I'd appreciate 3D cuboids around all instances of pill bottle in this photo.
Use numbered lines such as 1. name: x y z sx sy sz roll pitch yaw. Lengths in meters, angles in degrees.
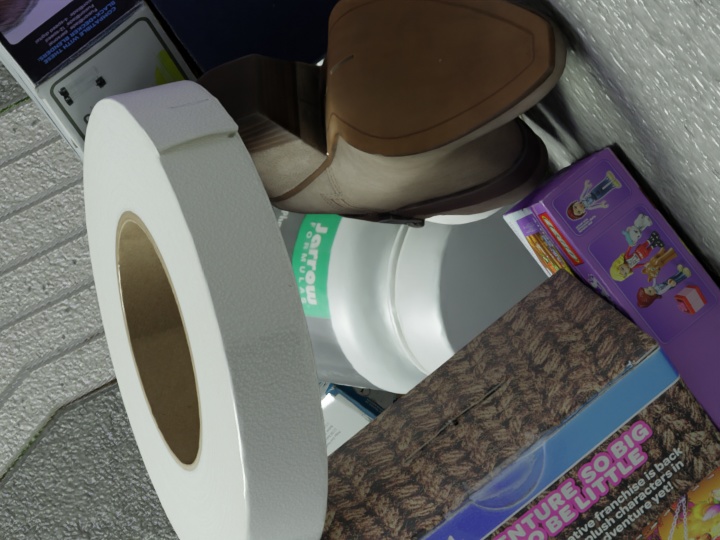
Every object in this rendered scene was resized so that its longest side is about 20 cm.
1. pill bottle: 0.000 0.000 1.453 0.200 0.113 0.113 5 140 46

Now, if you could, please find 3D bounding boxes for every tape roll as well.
1. tape roll: -0.065 0.024 1.194 0.203 0.037 0.203 166 90 -74

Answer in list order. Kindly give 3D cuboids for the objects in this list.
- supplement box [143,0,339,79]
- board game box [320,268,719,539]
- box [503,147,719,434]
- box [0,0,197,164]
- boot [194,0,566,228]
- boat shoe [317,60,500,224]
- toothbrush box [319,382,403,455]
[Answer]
1. supplement box: -0.072 -0.166 1.337 0.110 0.109 0.200 54 176 -32
2. board game box: 0.091 0.133 1.239 0.200 0.159 0.097 55 174 -27
3. box: 0.142 0.040 1.261 0.200 0.039 0.137 52 176 -1
4. box: -0.140 -0.117 1.318 0.200 0.060 0.117 49 175 41
5. boot: 0.032 -0.061 1.219 0.200 0.070 0.146 -4 165 37
6. boat shoe: 0.013 -0.096 1.364 0.069 0.072 0.200 52 -173 -42
7. toothbrush box: 0.007 0.078 1.650 0.085 0.146 0.200 36 -146 -6
